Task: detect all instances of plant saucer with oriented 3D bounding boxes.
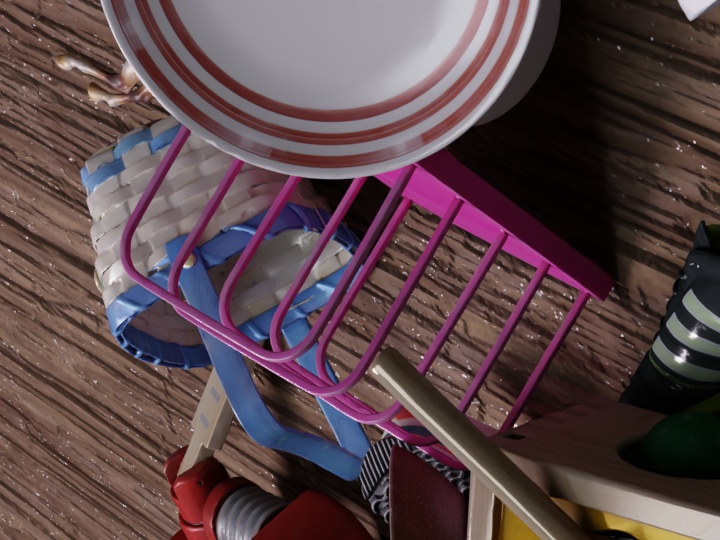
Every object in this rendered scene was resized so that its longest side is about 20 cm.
[{"bbox_3d":[0.041,0.183,1.205,0.200,0.036,0.202,-5,-90,-87],"label":"plant saucer"}]

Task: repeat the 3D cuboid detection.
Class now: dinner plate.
[{"bbox_3d":[-0.018,-0.137,1.064,0.199,0.024,0.201,4,112,11],"label":"dinner plate"}]

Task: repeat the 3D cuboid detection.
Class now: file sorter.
[{"bbox_3d":[0.000,0.000,1.201,0.139,0.126,0.200,29,178,36],"label":"file sorter"}]

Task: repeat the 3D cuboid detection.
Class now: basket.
[{"bbox_3d":[-0.062,0.018,1.382,0.201,0.139,0.176,60,-171,22],"label":"basket"}]

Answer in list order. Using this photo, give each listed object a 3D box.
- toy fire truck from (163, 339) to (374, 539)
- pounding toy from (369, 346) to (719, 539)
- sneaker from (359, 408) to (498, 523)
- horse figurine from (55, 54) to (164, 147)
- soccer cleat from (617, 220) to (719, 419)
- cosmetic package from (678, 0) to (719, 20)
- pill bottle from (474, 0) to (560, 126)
[{"bbox_3d":[-0.056,0.148,1.575,0.176,0.129,0.201,19,142,50],"label":"toy fire truck"},{"bbox_3d":[0.112,0.136,1.078,0.183,0.142,0.201,14,108,38],"label":"pounding toy"},{"bbox_3d":[0.098,0.130,1.346,0.199,0.093,0.071,31,123,0],"label":"sneaker"},{"bbox_3d":[-0.127,-0.148,1.448,0.132,0.050,0.201,8,116,35],"label":"horse figurine"},{"bbox_3d":[0.168,0.024,1.139,0.200,0.067,0.081,-49,56,60],"label":"soccer cleat"},{"bbox_3d":[0.150,-0.205,0.955,0.151,0.052,0.200,60,152,4],"label":"cosmetic package"},{"bbox_3d":[-0.005,-0.143,1.198,0.200,0.116,0.116,29,139,44],"label":"pill bottle"}]
